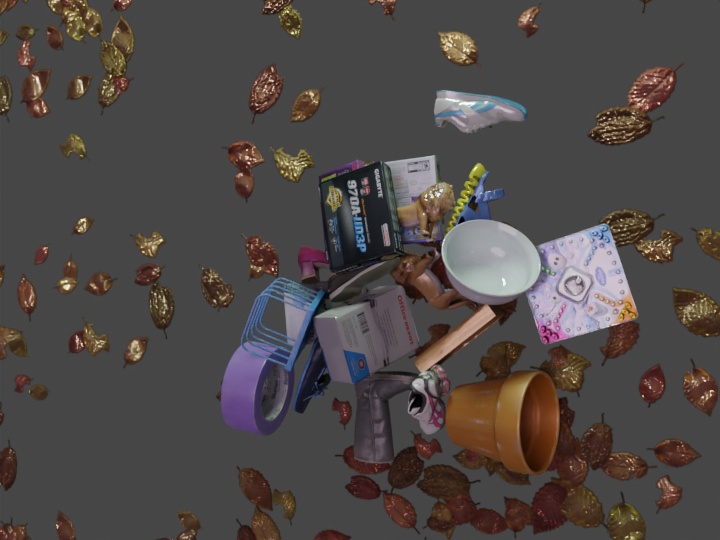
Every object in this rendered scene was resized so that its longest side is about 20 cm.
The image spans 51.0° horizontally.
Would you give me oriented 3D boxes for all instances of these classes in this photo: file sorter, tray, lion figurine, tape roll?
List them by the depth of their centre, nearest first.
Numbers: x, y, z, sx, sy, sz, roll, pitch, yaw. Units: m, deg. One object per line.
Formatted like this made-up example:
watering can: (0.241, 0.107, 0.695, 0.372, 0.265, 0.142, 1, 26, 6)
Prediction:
lion figurine: (0.105, -0.111, 1.586, 0.199, 0.072, 0.123, -12, 65, 27)
tray: (0.208, 0.140, 1.589, 0.200, 0.099, 0.037, -42, 74, 17)
lion figurine: (0.149, 0.029, 1.616, 0.200, 0.072, 0.122, 51, 126, 7)
file sorter: (-0.165, 0.106, 1.627, 0.122, 0.200, 0.140, 22, 100, 1)
tape roll: (-0.229, 0.266, 1.708, 0.084, 0.200, 0.201, 7, 94, 21)

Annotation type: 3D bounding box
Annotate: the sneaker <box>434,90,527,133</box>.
sneaker: (0.250, -0.326, 1.577, 0.199, 0.076, 0.081, 14, 105, 26)

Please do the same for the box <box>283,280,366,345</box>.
box: (-0.078, 0.096, 1.732, 0.199, 0.036, 0.145, -5, 90, 20)

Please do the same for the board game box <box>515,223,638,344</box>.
board game box: (0.436, 0.030, 1.538, 0.199, 0.026, 0.201, -19, 85, 20)

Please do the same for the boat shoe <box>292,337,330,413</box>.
boat shoe: (-0.100, 0.247, 1.713, 0.068, 0.084, 0.201, 20, 117, -2)

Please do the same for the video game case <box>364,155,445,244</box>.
video game case: (0.081, -0.147, 1.657, 0.199, 0.045, 0.183, -5, 89, 21)

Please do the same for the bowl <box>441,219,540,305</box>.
bowl: (0.255, 0.000, 1.527, 0.200, 0.201, 0.091, 30, 142, 17)

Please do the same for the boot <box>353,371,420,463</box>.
boot: (0.057, 0.325, 1.670, 0.181, 0.072, 0.202, -5, 83, 35)

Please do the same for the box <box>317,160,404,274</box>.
box: (-0.001, -0.107, 1.571, 0.158, 0.046, 0.201, -16, 73, 26)

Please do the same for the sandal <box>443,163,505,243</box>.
sandal: (0.238, -0.118, 1.584, 0.087, 0.079, 0.201, 26, 104, 7)

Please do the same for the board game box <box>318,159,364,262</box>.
board game box: (-0.033, -0.128, 1.647, 0.120, 0.032, 0.201, -17, 73, 42)

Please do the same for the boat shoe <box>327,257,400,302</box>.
boat shoe: (0.000, 0.000, 1.626, 0.201, 0.071, 0.061, -33, 63, 34)

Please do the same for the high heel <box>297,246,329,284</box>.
high heel: (-0.047, -0.035, 1.713, 0.199, 0.067, 0.096, -17, 59, 16)

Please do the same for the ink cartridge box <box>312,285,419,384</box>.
ink cartridge box: (0.015, 0.132, 1.595, 0.084, 0.199, 0.147, -5, 104, 50)

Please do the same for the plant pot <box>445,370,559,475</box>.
plant pot: (0.281, 0.300, 1.532, 0.182, 0.200, 0.202, -2, 91, 37)

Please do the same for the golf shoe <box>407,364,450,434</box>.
golf shoe: (0.133, 0.282, 1.590, 0.073, 0.092, 0.201, 48, 152, 40)
